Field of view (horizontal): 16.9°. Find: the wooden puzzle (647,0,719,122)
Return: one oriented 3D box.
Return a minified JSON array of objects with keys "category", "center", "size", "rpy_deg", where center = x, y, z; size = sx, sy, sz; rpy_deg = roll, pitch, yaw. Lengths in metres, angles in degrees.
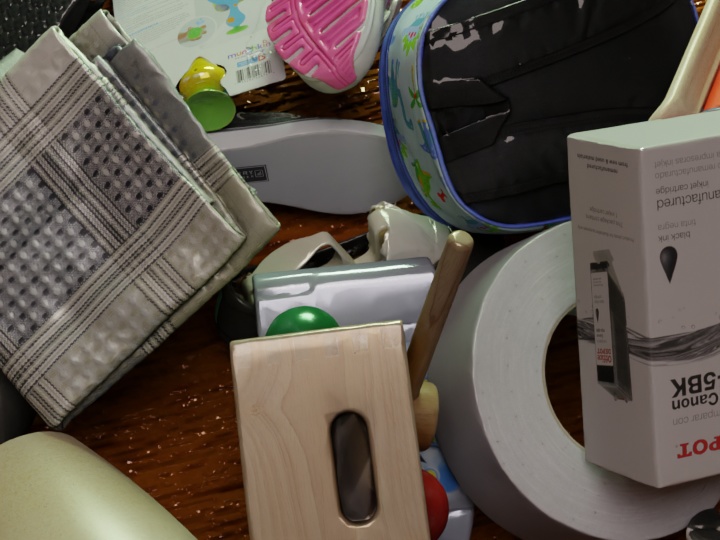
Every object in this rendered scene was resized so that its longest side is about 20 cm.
[{"category":"wooden puzzle","center":[0.261,-0.089,1.532],"size":[0.037,0.185,0.200],"rpy_deg":[-6,39,39]}]

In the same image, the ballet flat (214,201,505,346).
[{"category":"ballet flat","center":[0.000,0.000,1.568],"size":[0.199,0.069,0.068],"rpy_deg":[-21,46,-9]}]

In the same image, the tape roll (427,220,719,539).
[{"category":"tape roll","center":[0.144,0.071,1.496],"size":[0.199,0.066,0.202],"rpy_deg":[5,77,-22]}]

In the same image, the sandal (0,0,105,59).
[{"category":"sandal","center":[-0.215,-0.178,1.672],"size":[0.075,0.048,0.201],"rpy_deg":[25,83,22]}]

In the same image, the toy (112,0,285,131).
[{"category":"toy","center":[-0.107,-0.164,1.644],"size":[0.114,0.047,0.201],"rpy_deg":[-18,41,8]}]

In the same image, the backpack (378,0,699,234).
[{"category":"backpack","center":[0.112,-0.115,1.554],"size":[0.199,0.147,0.184],"rpy_deg":[-17,99,-20]}]

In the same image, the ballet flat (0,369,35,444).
[{"category":"ballet flat","center":[-0.223,0.025,1.562],"size":[0.068,0.068,0.201],"rpy_deg":[-10,67,-9]}]

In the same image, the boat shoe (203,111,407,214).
[{"category":"boat shoe","center":[-0.058,-0.080,1.611],"size":[0.198,0.069,0.057],"rpy_deg":[-1,38,0]}]

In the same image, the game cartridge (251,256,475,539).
[{"category":"game cartridge","center":[0.007,0.095,1.515],"size":[0.132,0.040,0.202],"rpy_deg":[-6,87,-5]}]

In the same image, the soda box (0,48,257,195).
[{"category":"soda box","center":[-0.166,-0.059,1.549],"size":[0.199,0.064,0.071],"rpy_deg":[31,47,17]}]

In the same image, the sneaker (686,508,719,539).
[{"category":"sneaker","center":[0.282,0.208,1.481],"size":[0.199,0.078,0.091],"rpy_deg":[13,109,-7]}]

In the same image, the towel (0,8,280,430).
[{"category":"towel","center":[-0.174,-0.035,1.484],"size":[0.200,0.035,0.193],"rpy_deg":[-42,74,8]}]

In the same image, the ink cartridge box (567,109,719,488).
[{"category":"ink cartridge box","center":[0.206,0.013,1.419],"size":[0.146,0.083,0.201],"rpy_deg":[-11,103,-25]}]

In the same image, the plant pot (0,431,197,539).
[{"category":"plant pot","center":[-0.166,0.199,1.444],"size":[0.187,0.188,0.200],"rpy_deg":[-28,56,-11]}]

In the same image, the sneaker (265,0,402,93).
[{"category":"sneaker","center":[-0.009,-0.175,1.606],"size":[0.081,0.088,0.201],"rpy_deg":[-27,35,18]}]

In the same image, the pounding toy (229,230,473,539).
[{"category":"pounding toy","center":[0.001,0.091,1.406],"size":[0.141,0.184,0.202],"rpy_deg":[-7,87,-1]}]
